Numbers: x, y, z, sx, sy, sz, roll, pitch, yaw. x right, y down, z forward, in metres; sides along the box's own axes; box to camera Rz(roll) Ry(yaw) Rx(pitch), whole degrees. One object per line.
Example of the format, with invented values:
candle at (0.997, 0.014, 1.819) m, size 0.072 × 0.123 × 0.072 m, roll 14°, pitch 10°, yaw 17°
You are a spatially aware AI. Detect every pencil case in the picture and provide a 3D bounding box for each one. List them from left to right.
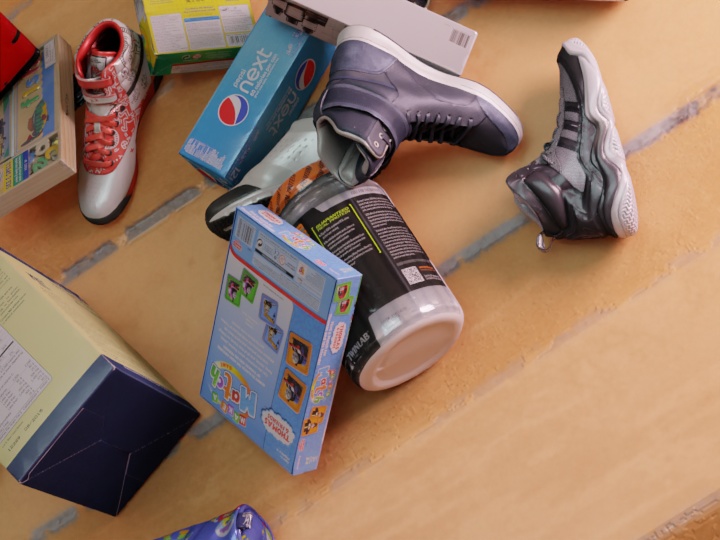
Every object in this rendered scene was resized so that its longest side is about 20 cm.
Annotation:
pencil case at (-0.173, 0.284, 1.426) m, size 0.198 × 0.087 × 0.079 m, roll -22°, pitch 107°, yaw 12°

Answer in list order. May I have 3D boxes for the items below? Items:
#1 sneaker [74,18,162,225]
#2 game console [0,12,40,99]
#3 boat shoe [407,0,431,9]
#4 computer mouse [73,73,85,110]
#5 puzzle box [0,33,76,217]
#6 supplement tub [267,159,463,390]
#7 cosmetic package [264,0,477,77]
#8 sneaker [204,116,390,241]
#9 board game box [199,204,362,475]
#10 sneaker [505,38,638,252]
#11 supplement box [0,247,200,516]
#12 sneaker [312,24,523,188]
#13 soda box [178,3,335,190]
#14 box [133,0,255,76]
sneaker at (-0.268, -0.157, 1.587) m, size 0.066 × 0.108 × 0.204 m, roll 11°, pitch 77°, yaw 21°
game console at (-0.450, -0.200, 1.627) m, size 0.118 × 0.172 × 0.200 m, roll 39°, pitch 86°, yaw 20°
boat shoe at (0.055, -0.352, 1.567) m, size 0.074 × 0.062 × 0.202 m, roll 5°, pitch 73°, yaw 22°
computer mouse at (-0.345, -0.150, 1.659) m, size 0.200 × 0.034 × 0.059 m, roll -43°, pitch 44°, yaw -4°
puzzle box at (-0.359, -0.147, 1.616) m, size 0.132 × 0.025 × 0.201 m, roll -29°, pitch 46°, yaw 18°
supplement tub at (0.000, 0.000, 1.437) m, size 0.122 × 0.123 × 0.201 m, roll -34°, pitch 66°, yaw 5°
cosmetic package at (0.008, -0.238, 1.490) m, size 0.198 × 0.083 × 0.051 m, roll 23°, pitch 83°, yaw -4°
sneaker at (-0.068, -0.098, 1.527) m, size 0.198 × 0.074 × 0.080 m, roll -28°, pitch 62°, yaw -1°
board game box at (-0.078, 0.062, 1.417) m, size 0.151 × 0.036 × 0.202 m, roll 34°, pitch 120°, yaw 39°
sneaker at (0.185, -0.116, 1.436) m, size 0.113 × 0.075 × 0.202 m, roll -15°, pitch 71°, yaw 11°
supplement box at (-0.294, 0.105, 1.461) m, size 0.199 × 0.200 × 0.135 m, roll 40°, pitch 88°, yaw 24°
sneaker at (0.050, -0.124, 1.432) m, size 0.201 × 0.077 × 0.147 m, roll 25°, pitch 53°, yaw -9°
soda box at (-0.099, -0.179, 1.559) m, size 0.064 × 0.068 × 0.201 m, roll 28°, pitch 84°, yaw 24°
box at (-0.183, -0.304, 1.613) m, size 0.116 × 0.048 × 0.202 m, roll -7°, pitch 69°, yaw -18°
